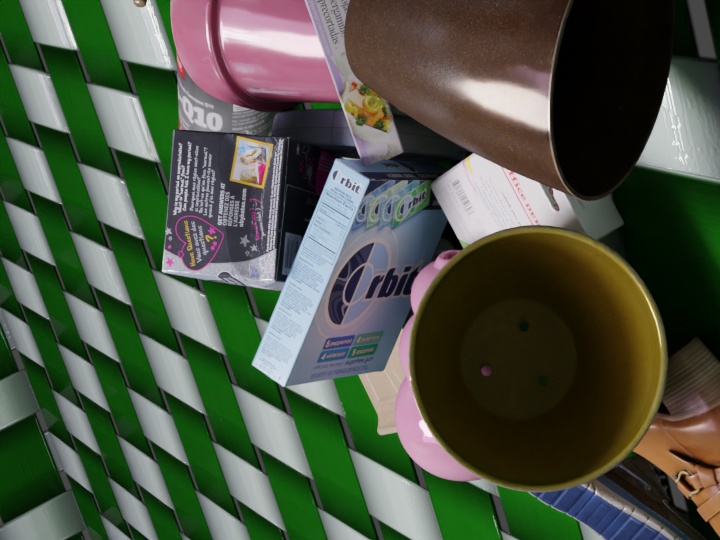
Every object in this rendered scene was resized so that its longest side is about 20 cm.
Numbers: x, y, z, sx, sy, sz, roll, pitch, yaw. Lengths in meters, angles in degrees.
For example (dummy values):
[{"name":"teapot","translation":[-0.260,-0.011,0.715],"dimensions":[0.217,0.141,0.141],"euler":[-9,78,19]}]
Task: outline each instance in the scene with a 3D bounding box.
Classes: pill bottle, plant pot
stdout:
[{"name":"pill bottle","translation":[-0.137,-0.212,1.815],"dimensions":[0.114,0.113,0.201],"euler":[48,152,30]},{"name":"plant pot","translation":[-0.038,-0.229,1.525],"dimensions":[0.178,0.200,0.202],"euler":[19,133,37]},{"name":"plant pot","translation":[0.133,0.069,1.373],"dimensions":[0.201,0.199,0.142],"euler":[62,178,2]},{"name":"plant pot","translation":[0.095,-0.162,1.226],"dimensions":[0.198,0.187,0.188],"euler":[16,132,32]}]

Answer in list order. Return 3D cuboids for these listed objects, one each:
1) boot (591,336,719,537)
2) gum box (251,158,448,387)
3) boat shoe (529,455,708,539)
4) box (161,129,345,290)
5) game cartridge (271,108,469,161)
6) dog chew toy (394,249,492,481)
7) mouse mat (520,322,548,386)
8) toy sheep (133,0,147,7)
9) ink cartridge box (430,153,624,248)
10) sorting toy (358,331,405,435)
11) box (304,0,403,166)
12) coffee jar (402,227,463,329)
[{"name":"boot","translation":[0.266,0.154,1.414],"dimensions":[0.156,0.076,0.200],"euler":[55,141,5]},{"name":"gum box","translation":[0.000,0.000,1.541],"dimensions":[0.044,0.169,0.202],"euler":[32,109,27]},{"name":"boat shoe","translation":[0.235,0.198,1.507],"dimensions":[0.199,0.073,0.072],"euler":[35,142,-1]},{"name":"box","translation":[-0.094,-0.051,1.581],"dimensions":[0.200,0.113,0.134],"euler":[9,-94,-74]},{"name":"game cartridge","translation":[0.000,-0.125,1.601],"dimensions":[0.199,0.132,0.041],"euler":[6,95,62]},{"name":"dog chew toy","translation":[0.087,0.080,1.505],"dimensions":[0.124,0.124,0.202],"euler":[27,128,53]},{"name":"mouse mat","translation":[0.163,0.100,1.541],"dimensions":[0.161,0.008,0.200],"euler":[52,136,-3]},{"name":"toy sheep","translation":[-0.228,-0.361,1.829],"dimensions":[0.199,0.137,0.139],"euler":[-18,98,53]},{"name":"ink cartridge box","translation":[0.145,-0.061,1.444],"dimensions":[0.118,0.067,0.200],"euler":[62,157,1]},{"name":"sorting toy","translation":[0.027,0.075,1.875],"dimensions":[0.202,0.036,0.185],"euler":[68,156,0]},{"name":"box","translation":[-0.009,-0.174,1.408],"dimensions":[0.042,0.038,0.201],"euler":[-107,-2,-49]},{"name":"coffee jar","translation":[0.059,0.004,1.665],"dimensions":[0.201,0.085,0.105],"euler":[53,151,23]}]
